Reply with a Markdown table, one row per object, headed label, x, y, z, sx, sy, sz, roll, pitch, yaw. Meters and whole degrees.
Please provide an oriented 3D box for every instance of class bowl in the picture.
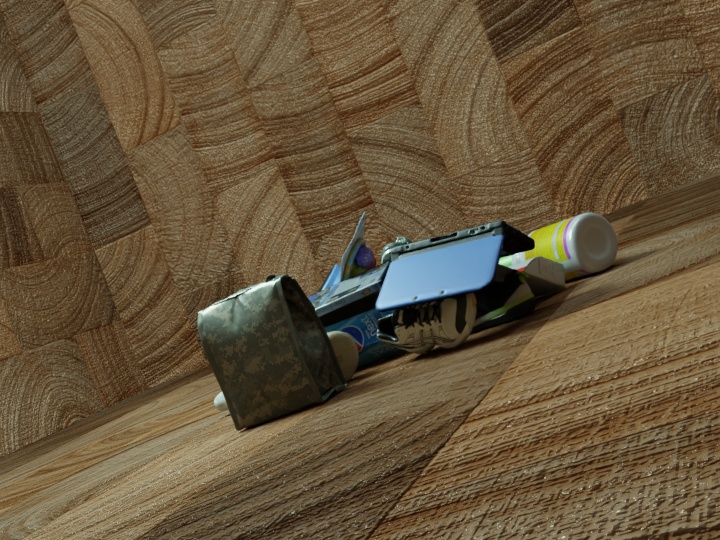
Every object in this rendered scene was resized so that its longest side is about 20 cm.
| label | x | y | z | sx | sy | sz | roll | pitch | yaw |
| --- | --- | --- | --- | --- | --- | --- | --- | --- | --- |
| bowl | -0.081 | 0.078 | 1.911 | 0.201 | 0.039 | 0.201 | -60 | 3 | 5 |

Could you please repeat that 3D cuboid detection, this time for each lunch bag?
| label | x | y | z | sx | sy | sz | roll | pitch | yaw |
| --- | --- | --- | --- | --- | --- | --- | --- | --- | --- |
| lunch bag | -0.139 | 0.117 | 1.446 | 0.163 | 0.201 | 0.118 | -22 | 0 | 24 |

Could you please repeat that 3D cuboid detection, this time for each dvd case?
| label | x | y | z | sx | sy | sz | roll | pitch | yaw |
| --- | --- | --- | --- | --- | --- | --- | --- | --- | --- |
| dvd case | -0.038 | 0.043 | 1.657 | 0.199 | 0.018 | 0.143 | -24 | 9 | 15 |

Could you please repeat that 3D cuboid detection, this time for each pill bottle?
| label | x | y | z | sx | sy | sz | roll | pitch | yaw |
| --- | --- | --- | --- | --- | --- | --- | --- | --- | --- |
| pill bottle | 0.356 | -0.033 | 1.707 | 0.104 | 0.105 | 0.200 | -22 | 1 | -29 |

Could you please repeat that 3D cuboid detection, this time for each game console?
| label | x | y | z | sx | sy | sz | roll | pitch | yaw |
| --- | --- | --- | --- | --- | --- | --- | --- | --- | --- |
| game console | 0.145 | 0.007 | 1.437 | 0.199 | 0.119 | 0.170 | -13 | -20 | 33 |

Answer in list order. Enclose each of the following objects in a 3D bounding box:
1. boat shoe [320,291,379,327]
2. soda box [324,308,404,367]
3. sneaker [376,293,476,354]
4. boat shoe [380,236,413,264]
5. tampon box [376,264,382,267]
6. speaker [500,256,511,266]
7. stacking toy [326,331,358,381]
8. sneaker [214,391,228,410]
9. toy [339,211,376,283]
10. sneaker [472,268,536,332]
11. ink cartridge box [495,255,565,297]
| label | x | y | z | sx | sy | sz | roll | pitch | yaw |
| --- | --- | --- | --- | --- | --- | --- | --- | --- | --- |
| boat shoe | -0.032 | 0.088 | 1.719 | 0.199 | 0.072 | 0.065 | -27 | -29 | 25 |
| soda box | -0.009 | 0.124 | 1.644 | 0.199 | 0.064 | 0.068 | -22 | -33 | 20 |
| sneaker | 0.093 | 0.078 | 1.414 | 0.087 | 0.076 | 0.200 | 15 | -27 | -24 |
| boat shoe | 0.084 | -0.036 | 2.017 | 0.073 | 0.062 | 0.200 | -26 | -18 | 16 |
| tampon box | 0.108 | 0.041 | 1.851 | 0.126 | 0.150 | 0.200 | -23 | 1 | -3 |
| speaker | 0.331 | -0.014 | 1.910 | 0.200 | 0.089 | 0.088 | -22 | 0 | 42 |
| stacking toy | -0.093 | 0.136 | 1.580 | 0.085 | 0.086 | 0.200 | -22 | 14 | -35 |
| sneaker | -0.203 | 0.211 | 1.808 | 0.086 | 0.075 | 0.200 | -28 | -4 | 36 |
| toy | 0.000 | 0.000 | 1.781 | 0.200 | 0.047 | 0.115 | 98 | -167 | -55 |
| sneaker | 0.187 | 0.048 | 1.510 | 0.199 | 0.083 | 0.072 | -22 | 0 | 35 |
| ink cartridge box | 0.221 | 0.012 | 1.592 | 0.161 | 0.050 | 0.200 | -21 | -27 | 39 |
